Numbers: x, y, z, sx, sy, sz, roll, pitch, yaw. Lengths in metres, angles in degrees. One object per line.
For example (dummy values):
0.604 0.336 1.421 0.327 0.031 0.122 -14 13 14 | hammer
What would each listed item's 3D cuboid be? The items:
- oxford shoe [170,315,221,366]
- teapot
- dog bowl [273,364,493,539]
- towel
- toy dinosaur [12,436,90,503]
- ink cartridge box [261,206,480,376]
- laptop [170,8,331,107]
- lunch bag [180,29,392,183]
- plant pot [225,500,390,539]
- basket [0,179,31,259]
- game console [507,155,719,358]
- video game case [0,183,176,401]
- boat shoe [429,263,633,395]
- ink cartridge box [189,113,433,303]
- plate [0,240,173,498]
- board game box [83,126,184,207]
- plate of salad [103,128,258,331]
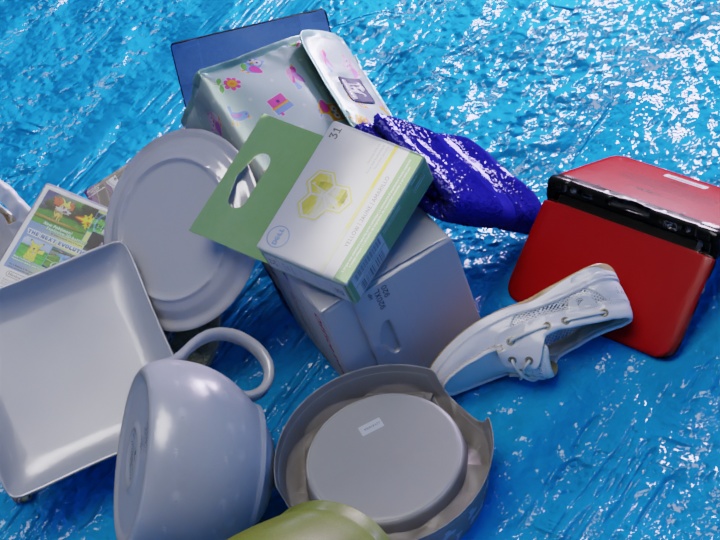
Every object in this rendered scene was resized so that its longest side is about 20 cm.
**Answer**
-0.176 0.052 1.847 0.075 0.058 0.200 13 65 -1 | oxford shoe
-0.139 0.174 1.641 0.146 0.201 0.197 7 16 -16 | teapot
0.025 0.179 1.615 0.199 0.059 0.200 -7 47 7 | dog bowl
0.090 -0.095 1.757 0.148 0.200 0.050 40 108 26 | towel
-0.271 0.152 1.797 0.088 0.048 0.200 13 51 41 | toy dinosaur
0.000 0.000 1.749 0.144 0.147 0.200 -32 44 -8 | ink cartridge box
-0.113 -0.163 1.980 0.187 0.116 0.200 -11 45 14 | laptop
-0.058 -0.153 1.886 0.200 0.122 0.171 -24 70 -26 | lunch bag
-0.055 0.283 1.457 0.200 0.201 0.193 -2 16 22 | plant pot
-0.454 -0.006 1.894 0.200 0.198 0.161 -51 14 -25 | basket
0.272 -0.018 1.742 0.200 0.119 0.172 23 29 37 | game console
-0.274 0.023 1.821 0.200 0.022 0.183 22 69 14 | video game case
0.158 0.069 1.668 0.200 0.071 0.069 -31 62 8 | boat shoe
-0.052 -0.070 1.663 0.200 0.048 0.146 23 72 26 | ink cartridge box
-0.282 0.096 1.740 0.200 0.032 0.200 -22 79 -14 | plate
-0.188 -0.090 1.956 0.200 0.032 0.120 -33 74 0 | board game box
-0.172 -0.039 1.776 0.200 0.048 0.201 -4 82 33 | plate of salad
